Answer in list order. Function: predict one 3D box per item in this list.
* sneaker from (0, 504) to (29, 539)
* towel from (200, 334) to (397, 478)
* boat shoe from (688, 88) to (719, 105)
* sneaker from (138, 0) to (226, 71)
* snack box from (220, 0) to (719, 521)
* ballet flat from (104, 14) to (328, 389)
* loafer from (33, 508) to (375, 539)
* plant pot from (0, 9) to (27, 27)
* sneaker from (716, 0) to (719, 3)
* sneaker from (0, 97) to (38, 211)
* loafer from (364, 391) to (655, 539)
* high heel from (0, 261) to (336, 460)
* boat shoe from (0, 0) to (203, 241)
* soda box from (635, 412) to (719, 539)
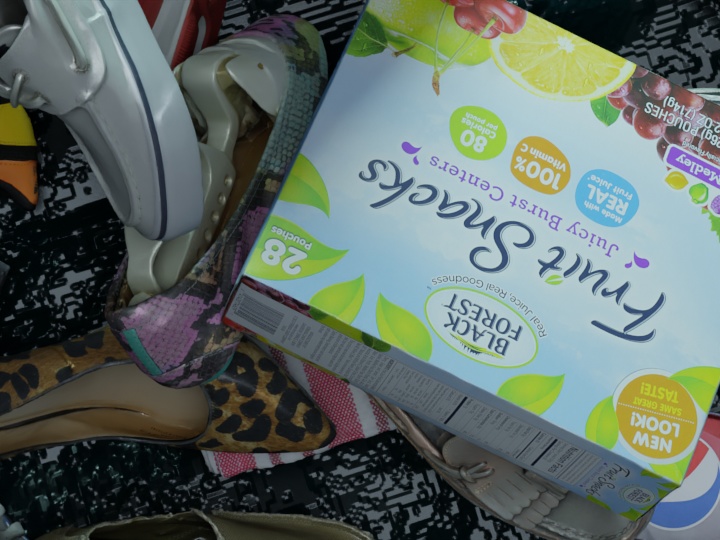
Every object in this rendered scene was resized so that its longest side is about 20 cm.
[{"bbox_3d":[-0.182,0.105,1.093,0.198,0.081,0.148,13,94,1],"label":"sneaker"},{"bbox_3d":[0.000,0.000,1.110,0.198,0.030,0.148,-18,91,12],"label":"towel"},{"bbox_3d":[0.100,-0.044,1.125,0.198,0.060,0.075,-7,96,-4],"label":"boat shoe"},{"bbox_3d":[-0.108,-0.166,1.071,0.115,0.078,0.201,23,115,6],"label":"sneaker"},{"bbox_3d":[0.065,-0.015,1.021,0.199,0.068,0.170,26,67,-1],"label":"snack box"},{"bbox_3d":[-0.064,-0.047,1.053,0.069,0.071,0.201,-3,55,30],"label":"ballet flat"},{"bbox_3d":[-0.063,0.145,1.078,0.199,0.067,0.077,0,73,-32],"label":"loafer"},{"bbox_3d":[-0.152,-0.198,0.967,0.199,0.027,0.202,-10,108,-31],"label":"plant pot"},{"bbox_3d":[0.209,-0.213,1.124,0.106,0.075,0.201,24,90,-7],"label":"sneaker"},{"bbox_3d":[-0.241,-0.035,1.092,0.199,0.070,0.091,-20,89,-6],"label":"sneaker"},{"bbox_3d":[0.041,0.056,1.057,0.200,0.063,0.072,39,99,7],"label":"loafer"},{"bbox_3d":[-0.118,0.074,1.047,0.198,0.143,0.072,20,131,4],"label":"high heel"},{"bbox_3d":[-0.123,-0.096,0.953,0.065,0.072,0.201,-29,115,-23],"label":"boat shoe"},{"bbox_3d":[0.168,0.100,1.127,0.198,0.070,0.064,13,90,-5],"label":"soda box"}]
